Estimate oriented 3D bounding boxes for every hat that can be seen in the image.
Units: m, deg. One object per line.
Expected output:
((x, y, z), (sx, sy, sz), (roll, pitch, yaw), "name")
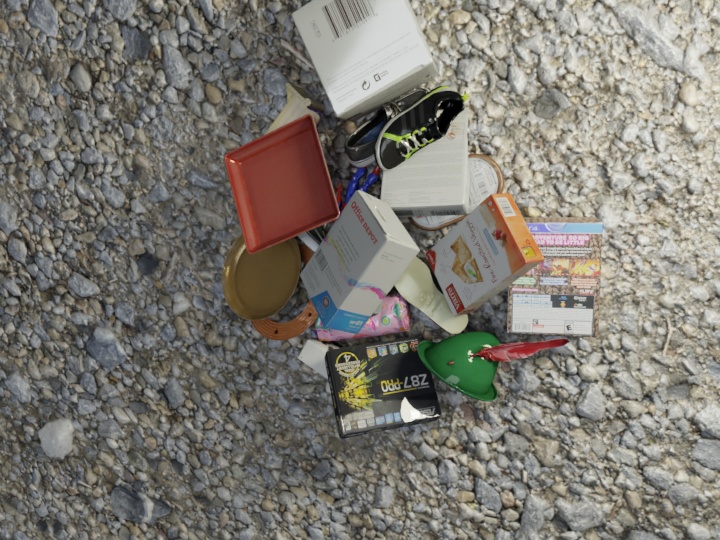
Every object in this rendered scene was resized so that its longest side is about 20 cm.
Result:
((0.228, 0.121, 1.113), (0.197, 0.166, 0.178), (26, 108, -9), "hat")

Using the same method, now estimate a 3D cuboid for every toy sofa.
((-0.152, -0.255, 1.192), (0.097, 0.083, 0.201), (42, 105, 7), "toy sofa")

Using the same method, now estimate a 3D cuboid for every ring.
((-0.146, 0.043, 1.230), (0.197, 0.019, 0.205), (-11, 68, 26), "ring")

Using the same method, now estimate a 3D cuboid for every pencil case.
((0.000, 0.089, 1.209), (0.196, 0.087, 0.089), (-6, 98, 14), "pencil case")

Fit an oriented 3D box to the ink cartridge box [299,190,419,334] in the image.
((-0.005, -0.014, 1.064), (0.201, 0.084, 0.145), (-55, 42, 24), "ink cartridge box")

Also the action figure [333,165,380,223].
((-0.014, -0.143, 1.192), (0.065, 0.051, 0.203), (31, 108, 23), "action figure")

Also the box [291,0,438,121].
((0.013, -0.408, 1.102), (0.196, 0.131, 0.203), (-25, 93, 16), "box")

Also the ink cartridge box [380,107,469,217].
((0.123, -0.200, 1.132), (0.157, 0.047, 0.204), (-1, 69, 20), "ink cartridge box")

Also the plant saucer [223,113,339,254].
((-0.142, -0.155, 1.122), (0.196, 0.037, 0.204), (-20, 80, 19), "plant saucer")

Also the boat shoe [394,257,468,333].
((0.125, 0.041, 1.178), (0.201, 0.063, 0.074), (45, 91, -1), "boat shoe")

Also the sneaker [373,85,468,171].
((0.107, -0.254, 1.077), (0.200, 0.083, 0.072), (-45, 125, -1), "sneaker")

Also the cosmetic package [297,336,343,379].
((-0.024, 0.203, 1.235), (0.198, 0.083, 0.051), (33, 105, 6), "cosmetic package")

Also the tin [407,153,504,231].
((0.174, -0.148, 1.154), (0.197, 0.042, 0.114), (-22, 89, 16), "tin")

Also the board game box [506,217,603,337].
((0.347, 0.008, 1.104), (0.156, 0.097, 0.205), (2, 99, 13), "board game box")

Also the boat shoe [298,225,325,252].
((-0.103, -0.098, 1.194), (0.068, 0.074, 0.200), (-42, 63, 1), "boat shoe")

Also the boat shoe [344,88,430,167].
((0.050, -0.276, 1.124), (0.199, 0.066, 0.070), (-36, 61, 3), "boat shoe")

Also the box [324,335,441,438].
((0.040, 0.220, 1.161), (0.196, 0.049, 0.164), (-6, 67, -15), "box")

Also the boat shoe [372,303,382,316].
((0.002, 0.001, 1.173), (0.067, 0.073, 0.203), (-25, 59, 37), "boat shoe")

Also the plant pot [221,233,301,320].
((-0.198, 0.003, 1.239), (0.196, 0.027, 0.204), (-8, 73, 26), "plant pot")

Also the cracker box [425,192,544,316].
((0.214, -0.025, 1.085), (0.200, 0.057, 0.136), (-46, 60, 47), "cracker box")
